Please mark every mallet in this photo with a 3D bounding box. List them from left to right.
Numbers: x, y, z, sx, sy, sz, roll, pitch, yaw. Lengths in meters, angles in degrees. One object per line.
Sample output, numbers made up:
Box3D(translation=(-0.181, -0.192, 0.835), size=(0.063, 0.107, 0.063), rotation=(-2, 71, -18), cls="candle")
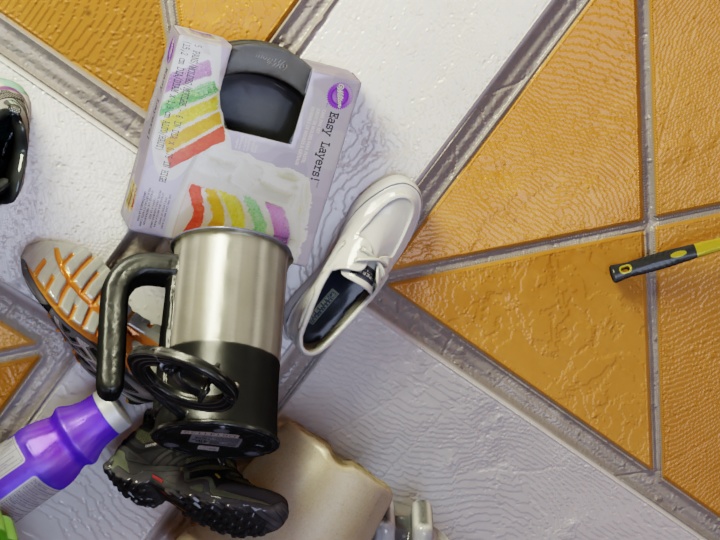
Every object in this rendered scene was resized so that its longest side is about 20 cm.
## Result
Box3D(translation=(0.358, -0.032, 1.564), size=(0.198, 0.041, 0.066), rotation=(-9, 74, 0), cls="mallet")

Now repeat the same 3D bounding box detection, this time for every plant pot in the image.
Box3D(translation=(-0.069, 0.260, 1.476), size=(0.200, 0.200, 0.184), rotation=(36, 85, -24), cls="plant pot")

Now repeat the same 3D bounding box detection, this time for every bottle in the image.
Box3D(translation=(-0.314, 0.187, 1.422), size=(0.199, 0.084, 0.065), rotation=(-36, 71, -1), cls="bottle")

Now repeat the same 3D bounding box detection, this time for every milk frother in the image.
Box3D(translation=(-0.131, 0.049, 1.309), size=(0.179, 0.200, 0.190), rotation=(14, 66, -27), cls="milk frother")

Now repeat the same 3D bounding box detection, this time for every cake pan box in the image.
Box3D(translation=(-0.111, -0.117, 1.387), size=(0.183, 0.052, 0.201), rotation=(12, 106, -22), cls="cake pan box")

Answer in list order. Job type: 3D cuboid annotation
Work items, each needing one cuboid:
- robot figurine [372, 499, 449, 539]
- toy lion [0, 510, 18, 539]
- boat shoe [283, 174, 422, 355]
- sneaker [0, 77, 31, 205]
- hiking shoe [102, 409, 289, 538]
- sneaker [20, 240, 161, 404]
Box3D(translation=(0.038, 0.342, 1.565), size=(0.168, 0.113, 0.202), rotation=(4, 109, 3), cls="robot figurine")
Box3D(translation=(-0.384, 0.289, 1.387), size=(0.192, 0.069, 0.199), rotation=(-43, 141, 20), cls="toy lion")
Box3D(translation=(0.000, 0.000, 1.453), size=(0.073, 0.065, 0.201), rotation=(29, 100, -23), cls="boat shoe")
Box3D(translation=(-0.342, -0.064, 1.287), size=(0.077, 0.140, 0.201), rotation=(17, 104, -22), cls="sneaker")
Box3D(translation=(-0.148, 0.184, 1.408), size=(0.101, 0.199, 0.076), rotation=(-62, 152, -28), cls="hiking shoe")
Box3D(translation=(-0.250, 0.057, 1.399), size=(0.200, 0.078, 0.077), rotation=(47, 132, -12), cls="sneaker")
